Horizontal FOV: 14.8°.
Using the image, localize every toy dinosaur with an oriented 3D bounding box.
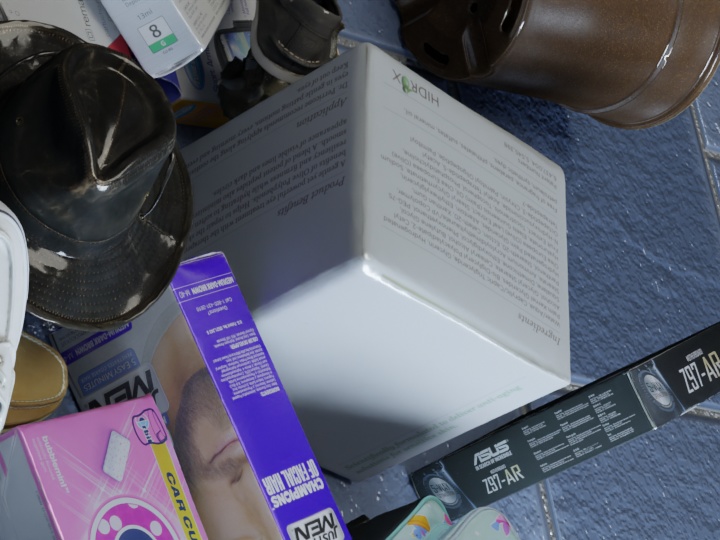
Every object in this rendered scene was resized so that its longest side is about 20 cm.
[{"bbox_3d":[-0.030,-0.106,1.865,0.200,0.077,0.102,46,63,-39],"label":"toy dinosaur"}]

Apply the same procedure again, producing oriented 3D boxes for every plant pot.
[{"bbox_3d":[0.145,-0.211,2.103,0.198,0.200,0.200,1,67,-41],"label":"plant pot"}]

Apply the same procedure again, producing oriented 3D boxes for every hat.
[{"bbox_3d":[-0.154,-0.068,1.570,0.201,0.081,0.201,22,53,-33],"label":"hat"}]

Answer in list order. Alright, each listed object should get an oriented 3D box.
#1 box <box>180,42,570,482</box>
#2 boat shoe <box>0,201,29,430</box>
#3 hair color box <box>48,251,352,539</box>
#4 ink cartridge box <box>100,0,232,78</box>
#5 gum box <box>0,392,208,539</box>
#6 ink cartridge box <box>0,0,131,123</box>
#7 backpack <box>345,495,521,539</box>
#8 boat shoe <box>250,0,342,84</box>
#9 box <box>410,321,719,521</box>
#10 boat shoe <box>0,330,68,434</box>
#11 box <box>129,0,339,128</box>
[{"bbox_3d":[0.000,0.000,1.766,0.200,0.199,0.171,30,47,-36],"label":"box"},{"bbox_3d":[-0.218,0.061,1.486,0.072,0.066,0.200,16,97,-31],"label":"boat shoe"},{"bbox_3d":[-0.096,0.103,1.661,0.065,0.109,0.200,-19,83,-53],"label":"hair color box"},{"bbox_3d":[-0.152,-0.235,1.747,0.200,0.050,0.161,56,19,-15],"label":"ink cartridge box"},{"bbox_3d":[-0.142,0.182,1.589,0.113,0.066,0.200,-12,77,-51],"label":"gum box"},{"bbox_3d":[-0.235,-0.128,1.663,0.200,0.083,0.147,-4,72,-52],"label":"ink cartridge box"},{"bbox_3d":[0.048,0.255,1.708,0.200,0.153,0.176,64,30,-9],"label":"backpack"},{"bbox_3d":[-0.043,-0.198,1.800,0.067,0.057,0.200,22,33,-26],"label":"boat shoe"},{"bbox_3d":[0.154,0.103,1.887,0.160,0.200,0.044,-22,85,-53],"label":"box"},{"bbox_3d":[-0.232,0.049,1.558,0.200,0.076,0.072,9,61,-48],"label":"boat shoe"},{"bbox_3d":[-0.094,-0.156,1.892,0.200,0.041,0.119,4,65,-47],"label":"box"}]
